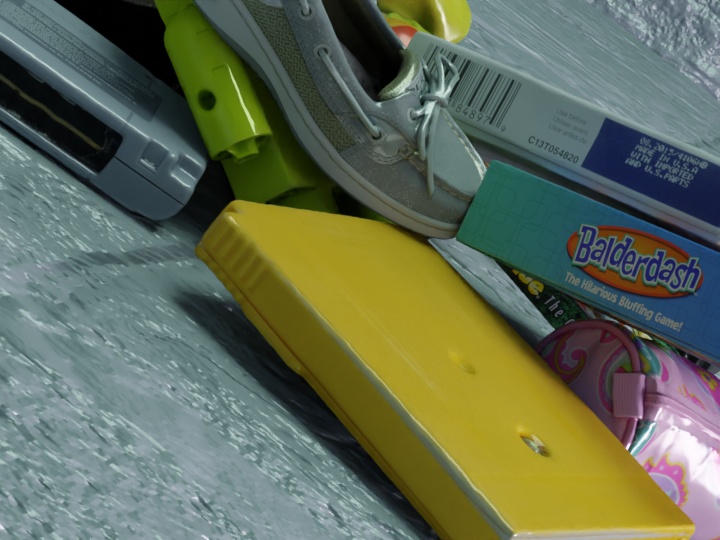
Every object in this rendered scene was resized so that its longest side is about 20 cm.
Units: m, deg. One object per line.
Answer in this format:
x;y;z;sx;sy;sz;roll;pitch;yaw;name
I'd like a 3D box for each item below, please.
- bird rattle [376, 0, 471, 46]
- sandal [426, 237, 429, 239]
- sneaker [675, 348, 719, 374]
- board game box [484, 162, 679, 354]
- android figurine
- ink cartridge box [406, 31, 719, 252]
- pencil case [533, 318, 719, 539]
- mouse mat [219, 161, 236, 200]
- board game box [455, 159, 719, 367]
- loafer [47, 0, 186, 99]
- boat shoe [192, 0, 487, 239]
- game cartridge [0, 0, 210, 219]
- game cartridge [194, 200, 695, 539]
0.033;-0.116;1.873;0.163;0.113;0.200;7;43;-45;bird rattle
0.042;-0.049;1.662;0.070;0.077;0.212;53;12;-21;sandal
0.144;-0.013;1.759;0.200;0.070;0.090;35;15;4;sneaker
0.109;0.005;1.568;0.200;0.023;0.105;48;15;-16;board game box
-0.035;-0.092;1.387;0.182;0.041;0.201;-2;69;-61;android figurine
0.137;-0.040;1.448;0.199;0.041;0.200;26;-3;30;ink cartridge box
0.158;0.085;1.390;0.200;0.088;0.087;24;17;-44;pencil case
0.000;0.000;1.461;0.161;0.008;0.200;32;12;-19;mouse mat
0.163;0.019;1.328;0.200;0.045;0.152;25;0;39;board game box
-0.088;-0.097;1.450;0.199;0.073;0.071;24;25;-18;loafer
-0.005;-0.099;1.322;0.202;0.065;0.074;51;31;-14;boat shoe
-0.155;-0.100;1.333;0.200;0.041;0.133;36;15;-6;game cartridge
0.035;0.050;1.244;0.200;0.032;0.176;46;19;25;game cartridge
